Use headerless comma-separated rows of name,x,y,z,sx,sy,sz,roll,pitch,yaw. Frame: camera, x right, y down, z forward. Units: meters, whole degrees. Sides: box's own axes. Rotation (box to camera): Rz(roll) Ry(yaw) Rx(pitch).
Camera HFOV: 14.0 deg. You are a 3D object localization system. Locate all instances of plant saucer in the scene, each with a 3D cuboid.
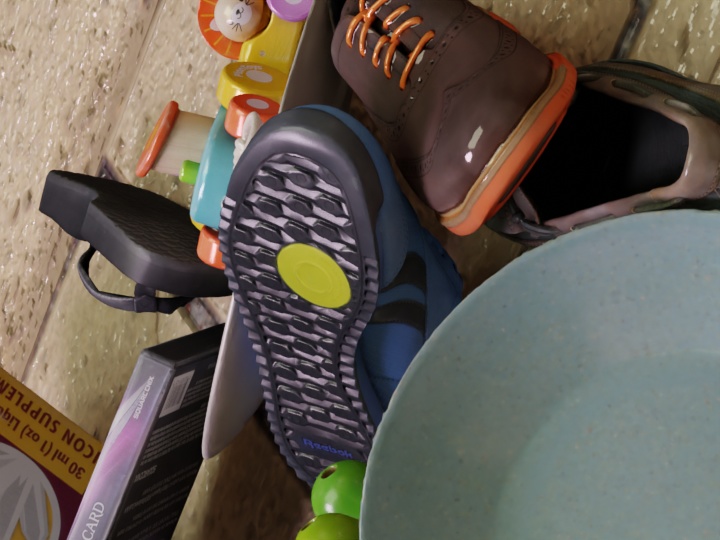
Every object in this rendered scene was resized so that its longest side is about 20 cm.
plant saucer,0.100,0.081,0.921,0.200,0.039,0.202,-6,70,17

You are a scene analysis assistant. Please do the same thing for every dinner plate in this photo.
dinner plate,-0.027,-0.021,1.153,0.200,0.024,0.201,-166,90,-90

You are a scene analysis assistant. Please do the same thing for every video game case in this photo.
video game case,-0.102,0.121,1.205,0.143,0.019,0.201,-18,-49,-80

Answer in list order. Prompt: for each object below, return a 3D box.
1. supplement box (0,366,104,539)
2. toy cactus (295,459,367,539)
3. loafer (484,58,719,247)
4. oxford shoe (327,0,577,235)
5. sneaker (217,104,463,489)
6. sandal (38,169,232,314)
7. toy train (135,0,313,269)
supplement box,-0.197,0.145,1.275,0.103,0.131,0.200,-39,18,48
toy cactus,0.053,0.115,0.986,0.165,0.200,0.102,23,147,22
loafer,0.084,-0.042,1.017,0.200,0.063,0.072,4,86,58
oxford shoe,0.022,-0.066,1.022,0.071,0.072,0.200,-54,14,5
sneaker,0.000,0.000,1.061,0.066,0.079,0.200,20,145,24
sandal,-0.093,-0.007,1.271,0.200,0.076,0.043,-150,73,-73
toy train,-0.046,-0.104,1.164,0.150,0.055,0.201,101,-177,-65
